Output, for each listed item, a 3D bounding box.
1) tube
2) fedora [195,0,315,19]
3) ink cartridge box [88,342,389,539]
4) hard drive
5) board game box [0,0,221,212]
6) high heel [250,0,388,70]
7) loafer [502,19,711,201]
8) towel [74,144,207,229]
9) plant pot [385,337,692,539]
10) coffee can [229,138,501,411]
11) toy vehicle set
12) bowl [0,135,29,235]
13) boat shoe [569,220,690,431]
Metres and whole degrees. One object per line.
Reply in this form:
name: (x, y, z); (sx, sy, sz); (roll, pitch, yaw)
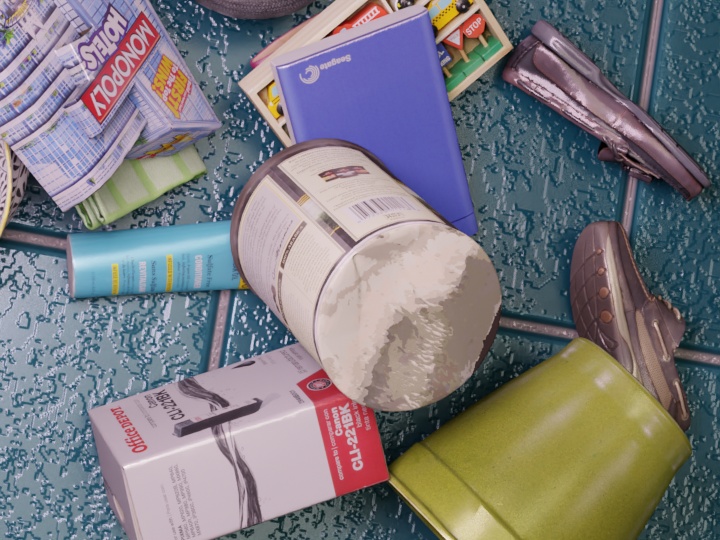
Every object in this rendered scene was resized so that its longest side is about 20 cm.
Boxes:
tube: (-0.134, -0.011, 1.656); (0.199, 0.078, 0.051); (-5, 48, -13)
fedora: (-0.093, -0.296, 1.661); (0.200, 0.092, 0.202); (1, 87, -13)
ink cartridge box: (-0.098, 0.135, 1.601); (0.199, 0.144, 0.084); (-18, 108, -13)
hard drive: (0.014, -0.098, 1.663); (0.131, 0.025, 0.201); (-22, 119, -13)
board game box: (-0.198, -0.145, 1.548); (0.200, 0.062, 0.200); (51, 33, -21)
high heel: (-0.008, -0.227, 1.686); (0.096, 0.067, 0.201); (26, 85, -21)
loafer: (0.205, -0.123, 1.740); (0.200, 0.072, 0.063); (43, 98, -1)
towel: (-0.206, -0.145, 1.618); (0.149, 0.031, 0.201); (-33, 96, -49)
plant pot: (0.150, 0.162, 1.622); (0.193, 0.200, 0.200); (-44, 97, -4)
coffee can: (0.000, 0.000, 1.566); (0.146, 0.200, 0.147); (-8, 114, -19)
toy vehicle set: (0.014, -0.165, 1.666); (0.200, 0.027, 0.124); (-40, 122, -3)
bowl: (-0.318, -0.098, 1.580); (0.094, 0.200, 0.201); (-28, 94, -56)
boat shoe: (0.228, 0.053, 1.733); (0.073, 0.074, 0.201); (-15, 99, -23)
